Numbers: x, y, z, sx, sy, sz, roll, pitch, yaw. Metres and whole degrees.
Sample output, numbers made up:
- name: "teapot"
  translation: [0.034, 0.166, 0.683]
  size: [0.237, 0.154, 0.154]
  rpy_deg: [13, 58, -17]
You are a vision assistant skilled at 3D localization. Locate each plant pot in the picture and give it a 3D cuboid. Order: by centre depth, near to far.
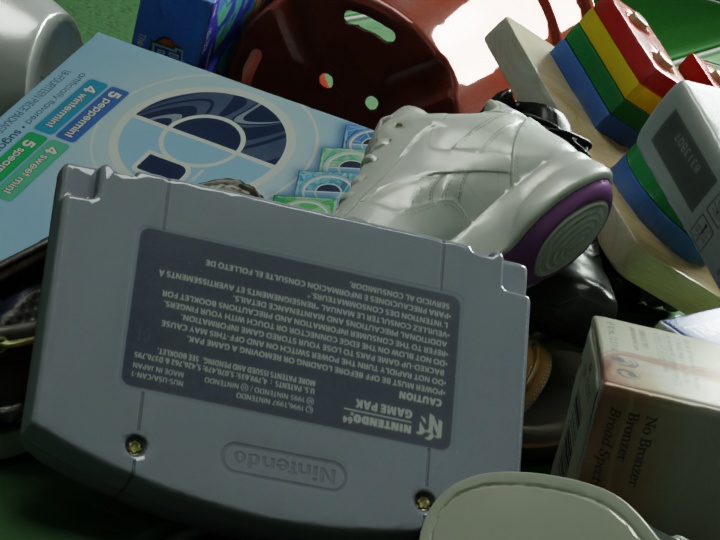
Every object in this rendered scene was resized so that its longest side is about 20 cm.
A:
- name: "plant pot"
  translation: [0.021, -0.117, 1.428]
  size: [0.199, 0.202, 0.195]
  rpy_deg: [18, 24, 16]

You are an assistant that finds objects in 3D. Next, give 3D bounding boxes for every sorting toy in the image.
- name: "sorting toy"
  translation: [0.185, -0.051, 1.294]
  size: [0.199, 0.070, 0.199]
  rpy_deg: [28, 26, -40]

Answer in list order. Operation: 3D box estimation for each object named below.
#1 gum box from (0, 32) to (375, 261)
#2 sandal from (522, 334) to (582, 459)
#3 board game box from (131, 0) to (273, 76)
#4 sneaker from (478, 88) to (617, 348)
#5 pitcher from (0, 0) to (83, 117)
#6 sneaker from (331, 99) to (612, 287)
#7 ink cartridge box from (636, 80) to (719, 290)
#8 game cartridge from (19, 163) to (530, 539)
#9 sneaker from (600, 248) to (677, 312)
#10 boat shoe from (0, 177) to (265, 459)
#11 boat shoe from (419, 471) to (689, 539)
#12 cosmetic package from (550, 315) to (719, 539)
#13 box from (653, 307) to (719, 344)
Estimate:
- name: "gum box"
  translation: [-0.091, -0.026, 1.125]
  size: [0.199, 0.045, 0.170]
  rpy_deg: [22, 46, 24]
- name: "sandal"
  translation: [0.047, 0.048, 1.099]
  size: [0.199, 0.055, 0.082]
  rpy_deg: [1, 20, -39]
- name: "board game box"
  translation: [-0.079, -0.162, 1.396]
  size: [0.045, 0.153, 0.201]
  rpy_deg: [23, 46, 5]
- name: "sneaker"
  translation: [0.081, -0.032, 1.173]
  size: [0.076, 0.091, 0.200]
  rpy_deg: [25, 15, -27]
- name: "pitcher"
  translation: [-0.246, -0.105, 1.303]
  size: [0.198, 0.122, 0.171]
  rpy_deg: [6, -2, 17]
- name: "sneaker"
  translation: [0.016, -0.016, 1.061]
  size: [0.199, 0.075, 0.100]
  rpy_deg: [-25, 57, -34]
- name: "ink cartridge box"
  translation: [0.247, -0.009, 1.155]
  size: [0.199, 0.057, 0.163]
  rpy_deg: [12, 39, -37]
- name: "game cartridge"
  translation: [-0.031, 0.040, 0.939]
  size: [0.198, 0.134, 0.042]
  rpy_deg: [13, -21, -15]
- name: "sneaker"
  translation: [0.138, -0.012, 1.353]
  size: [0.098, 0.071, 0.200]
  rpy_deg: [14, 11, 22]
- name: "boat shoe"
  translation: [-0.102, 0.006, 0.996]
  size: [0.071, 0.061, 0.201]
  rpy_deg: [25, 40, 26]
- name: "boat shoe"
  translation: [0.113, 0.133, 0.879]
  size: [0.199, 0.073, 0.062]
  rpy_deg: [18, -17, 28]
- name: "cosmetic package"
  translation: [0.178, 0.097, 0.956]
  size: [0.198, 0.104, 0.087]
  rpy_deg: [12, 17, -1]
- name: "box"
  translation: [0.217, 0.075, 1.109]
  size: [0.200, 0.048, 0.122]
  rpy_deg: [36, 25, 29]
